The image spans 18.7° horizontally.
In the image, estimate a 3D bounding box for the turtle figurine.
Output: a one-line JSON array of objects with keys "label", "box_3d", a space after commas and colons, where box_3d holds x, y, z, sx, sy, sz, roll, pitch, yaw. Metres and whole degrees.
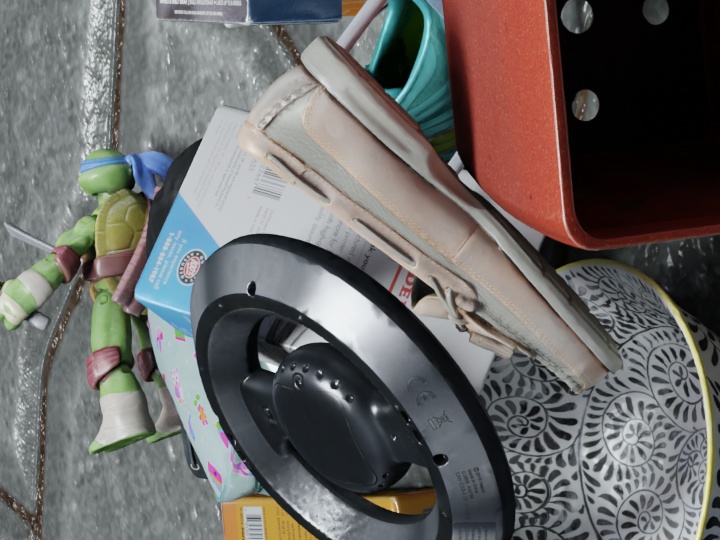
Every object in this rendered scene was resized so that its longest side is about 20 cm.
[{"label": "turtle figurine", "box_3d": [-0.188, 0.029, 1.471, 0.144, 0.200, 0.194, 76, 176, -82]}]

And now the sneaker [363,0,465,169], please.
[{"label": "sneaker", "box_3d": [0.025, -0.085, 1.180, 0.078, 0.080, 0.200, 37, 127, 47]}]

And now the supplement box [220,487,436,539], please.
[{"label": "supplement box", "box_3d": [-0.005, 0.161, 1.289, 0.200, 0.066, 0.069, -6, 89, 56]}]

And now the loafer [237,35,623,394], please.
[{"label": "loafer", "box_3d": [0.030, -0.013, 0.961, 0.200, 0.063, 0.072, 46, -174, -13]}]

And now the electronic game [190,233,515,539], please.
[{"label": "electronic game", "box_3d": [-0.007, 0.069, 1.039, 0.200, 0.042, 0.200, 33, 144, 28]}]

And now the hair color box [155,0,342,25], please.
[{"label": "hair color box", "box_3d": [-0.060, -0.227, 1.116, 0.100, 0.060, 0.200, 11, 104, 55]}]

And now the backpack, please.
[{"label": "backpack", "box_3d": [-0.051, 0.037, 1.246, 0.167, 0.126, 0.200, 89, 159, -52]}]

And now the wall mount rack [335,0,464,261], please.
[{"label": "wall mount rack", "box_3d": [0.020, -0.112, 1.029, 0.075, 0.200, 0.174, -12, 60, 29]}]

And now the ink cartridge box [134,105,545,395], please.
[{"label": "ink cartridge box", "box_3d": [0.000, 0.000, 1.115, 0.200, 0.067, 0.116, 18, 76, 26]}]

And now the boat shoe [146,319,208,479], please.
[{"label": "boat shoe", "box_3d": [-0.100, 0.041, 1.392, 0.062, 0.075, 0.200, -13, 90, 25]}]

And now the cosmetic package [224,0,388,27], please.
[{"label": "cosmetic package", "box_3d": [0.005, -0.202, 1.169, 0.200, 0.101, 0.071, -33, 69, 55]}]

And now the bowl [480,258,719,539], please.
[{"label": "bowl", "box_3d": [0.133, 0.101, 1.027, 0.201, 0.094, 0.201, -27, 57, 53]}]

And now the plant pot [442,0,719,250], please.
[{"label": "plant pot", "box_3d": [0.129, -0.117, 0.932, 0.176, 0.200, 0.200, -179, 83, -69]}]
